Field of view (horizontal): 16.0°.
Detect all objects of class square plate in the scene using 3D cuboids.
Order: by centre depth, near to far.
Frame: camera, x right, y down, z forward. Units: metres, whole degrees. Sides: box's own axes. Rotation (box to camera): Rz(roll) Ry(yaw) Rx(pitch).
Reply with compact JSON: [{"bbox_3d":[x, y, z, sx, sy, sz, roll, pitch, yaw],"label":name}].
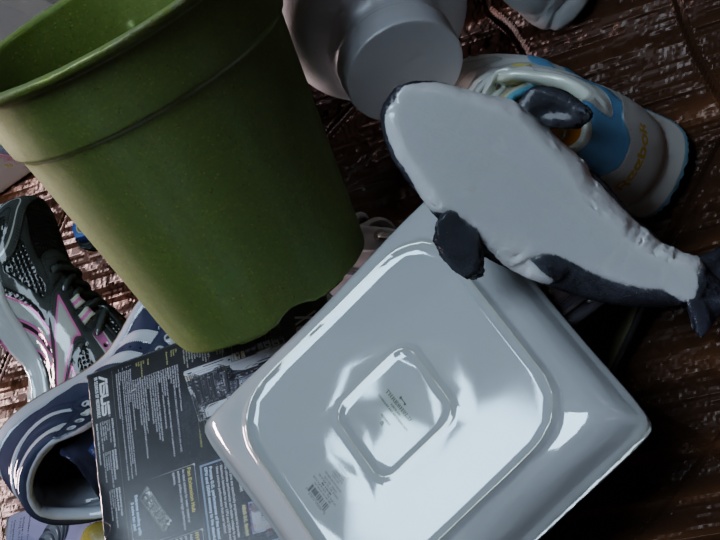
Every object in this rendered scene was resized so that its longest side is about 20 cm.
[{"bbox_3d":[0.024,0.079,1.330,0.198,0.028,0.200,-44,53,9],"label":"square plate"}]

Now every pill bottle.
[{"bbox_3d":[-0.006,-0.174,1.479,0.111,0.110,0.201,-48,42,21],"label":"pill bottle"}]

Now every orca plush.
[{"bbox_3d":[0.101,-0.037,1.323,0.071,0.199,0.106,52,-126,-89],"label":"orca plush"}]

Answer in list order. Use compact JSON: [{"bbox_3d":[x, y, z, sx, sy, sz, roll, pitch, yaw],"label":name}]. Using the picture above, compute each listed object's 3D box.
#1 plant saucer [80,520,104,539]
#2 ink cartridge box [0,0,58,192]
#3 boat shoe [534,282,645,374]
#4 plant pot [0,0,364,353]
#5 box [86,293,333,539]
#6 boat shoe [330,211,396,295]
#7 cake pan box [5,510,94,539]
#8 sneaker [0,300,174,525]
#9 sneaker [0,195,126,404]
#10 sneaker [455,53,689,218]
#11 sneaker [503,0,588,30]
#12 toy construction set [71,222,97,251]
[{"bbox_3d":[-0.086,0.218,1.440,0.199,0.048,0.201,-10,63,22],"label":"plant saucer"},{"bbox_3d":[-0.277,-0.147,1.820,0.199,0.128,0.126,-30,52,37],"label":"ink cartridge box"},{"bbox_3d":[0.086,0.074,1.351,0.201,0.072,0.065,-58,35,1],"label":"boat shoe"},{"bbox_3d":[-0.092,-0.064,1.401,0.199,0.191,0.200,-27,17,9],"label":"plant pot"},{"bbox_3d":[-0.066,0.128,1.413,0.157,0.050,0.201,-20,59,17],"label":"box"},{"bbox_3d":[0.000,0.000,1.494,0.199,0.074,0.066,15,68,47],"label":"boat shoe"},{"bbox_3d":[-0.153,0.230,1.562,0.184,0.052,0.201,-24,55,43],"label":"cake pan box"},{"bbox_3d":[-0.133,0.078,1.545,0.200,0.070,0.109,-40,19,-1],"label":"sneaker"},{"bbox_3d":[-0.178,0.044,1.650,0.086,0.080,0.201,-22,83,26],"label":"sneaker"},{"bbox_3d":[0.090,-0.086,1.414,0.199,0.080,0.077,18,88,52],"label":"sneaker"},{"bbox_3d":[0.073,-0.226,1.503,0.071,0.080,0.201,-49,41,23],"label":"sneaker"},{"bbox_3d":[-0.131,-0.061,1.653,0.132,0.092,0.200,-63,28,5],"label":"toy construction set"}]
